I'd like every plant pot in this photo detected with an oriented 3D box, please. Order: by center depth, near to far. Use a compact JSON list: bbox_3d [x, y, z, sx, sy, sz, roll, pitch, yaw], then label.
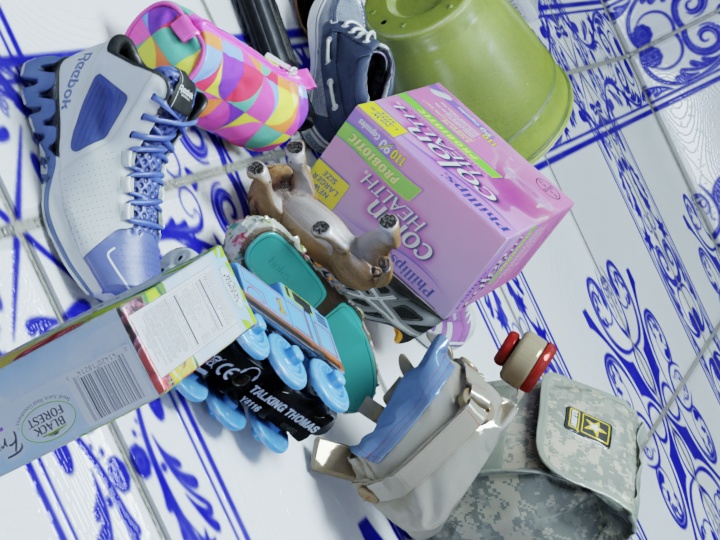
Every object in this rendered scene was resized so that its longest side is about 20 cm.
[{"bbox_3d":[0.096,-0.220,1.951,0.201,0.199,0.193,-95,160,-44],"label":"plant pot"}]

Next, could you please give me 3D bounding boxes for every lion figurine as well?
[{"bbox_3d":[-0.029,-0.031,1.527,0.200,0.072,0.123,48,-16,32],"label":"lion figurine"}]

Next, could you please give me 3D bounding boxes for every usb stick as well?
[{"bbox_3d":[-0.088,-0.226,1.772,0.201,0.032,0.055,70,13,14],"label":"usb stick"}]

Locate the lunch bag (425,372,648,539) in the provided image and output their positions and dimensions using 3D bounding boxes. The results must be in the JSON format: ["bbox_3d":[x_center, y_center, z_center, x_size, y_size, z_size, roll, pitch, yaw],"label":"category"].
[{"bbox_3d":[0.147,0.171,1.626,0.164,0.198,0.118,-73,154,-61],"label":"lunch bag"}]

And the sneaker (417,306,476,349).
[{"bbox_3d":[0.095,0.019,1.832,0.200,0.114,0.073,29,39,-61],"label":"sneaker"}]

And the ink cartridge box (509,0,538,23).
[{"bbox_3d":[0.213,-0.470,2.833,0.161,0.050,0.200,56,17,-22],"label":"ink cartridge box"}]

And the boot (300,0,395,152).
[{"bbox_3d":[-0.002,-0.209,1.821,0.073,0.090,0.201,31,48,-34],"label":"boot"}]

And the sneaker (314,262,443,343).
[{"bbox_3d":[0.000,0.000,1.675,0.199,0.077,0.078,35,26,-22],"label":"sneaker"}]

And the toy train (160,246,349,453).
[{"bbox_3d":[-0.085,0.054,1.375,0.200,0.086,0.115,38,24,-48],"label":"toy train"}]

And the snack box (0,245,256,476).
[{"bbox_3d":[-0.165,0.063,0.970,0.053,0.199,0.142,63,19,-3],"label":"snack box"}]

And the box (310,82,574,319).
[{"bbox_3d":[0.072,-0.067,1.676,0.176,0.097,0.200,42,24,11],"label":"box"}]

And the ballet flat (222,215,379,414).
[{"bbox_3d":[-0.048,0.030,1.525,0.064,0.075,0.201,33,-23,58],"label":"ballet flat"}]

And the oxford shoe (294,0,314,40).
[{"bbox_3d":[-0.042,-0.312,1.943,0.071,0.071,0.201,33,38,-49],"label":"oxford shoe"}]

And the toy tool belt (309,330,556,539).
[{"bbox_3d":[0.057,0.107,1.506,0.122,0.201,0.125,34,-18,5],"label":"toy tool belt"}]

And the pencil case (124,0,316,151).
[{"bbox_3d":[-0.115,-0.158,1.544,0.200,0.088,0.089,16,51,-64],"label":"pencil case"}]

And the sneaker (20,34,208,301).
[{"bbox_3d":[-0.159,-0.082,1.290,0.080,0.115,0.201,22,46,-61],"label":"sneaker"}]
